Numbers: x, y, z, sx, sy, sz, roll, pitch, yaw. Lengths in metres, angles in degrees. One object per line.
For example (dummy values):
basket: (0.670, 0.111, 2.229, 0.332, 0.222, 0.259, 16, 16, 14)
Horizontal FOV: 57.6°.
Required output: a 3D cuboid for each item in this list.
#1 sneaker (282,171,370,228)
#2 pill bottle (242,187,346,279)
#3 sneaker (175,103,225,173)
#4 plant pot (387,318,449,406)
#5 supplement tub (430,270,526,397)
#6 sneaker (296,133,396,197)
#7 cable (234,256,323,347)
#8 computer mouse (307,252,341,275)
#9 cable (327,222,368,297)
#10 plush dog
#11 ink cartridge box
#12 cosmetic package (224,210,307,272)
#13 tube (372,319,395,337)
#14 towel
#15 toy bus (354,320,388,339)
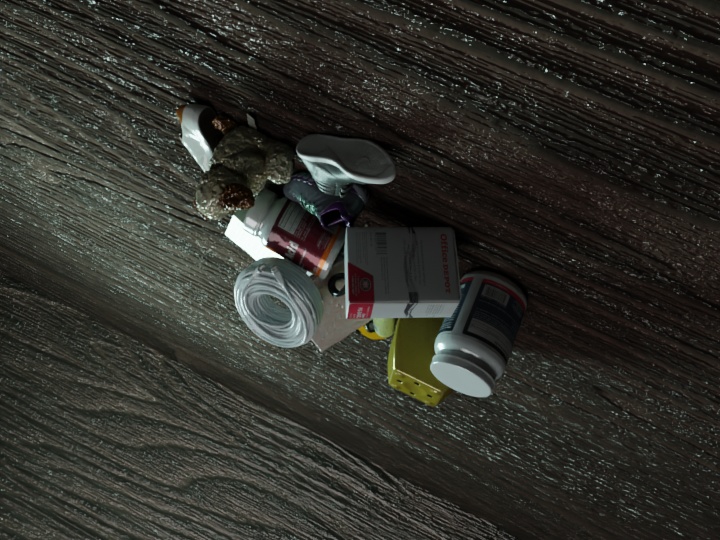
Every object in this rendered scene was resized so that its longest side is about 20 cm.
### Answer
sneaker: (-0.080, -0.127, 1.223, 0.196, 0.089, 0.075, 9, 150, 35)
pill bottle: (-0.133, -0.078, 1.339, 0.197, 0.116, 0.114, 29, 155, -1)
sneaker: (-0.298, -0.238, 1.271, 0.083, 0.073, 0.203, 19, 143, 27)
plant pot: (0.153, 0.168, 1.406, 0.192, 0.203, 0.195, 23, 155, 7)
supplement tub: (0.222, 0.117, 1.235, 0.138, 0.203, 0.141, 22, 156, 11)
sneaker: (-0.012, -0.166, 1.108, 0.197, 0.072, 0.100, 20, 157, 31)
cable: (-0.172, 0.068, 1.365, 0.198, 0.070, 0.201, -24, 113, 41)
computer mouse: (-0.094, -0.004, 1.522, 0.109, 0.045, 0.198, 39, 153, -23)
cable: (0.000, 0.000, 1.341, 0.098, 0.050, 0.201, 51, 140, 17)
plush dog: (-0.236, -0.171, 1.196, 0.160, 0.175, 0.198, 39, 153, -27)
ink cartridge box: (0.071, 0.004, 1.165, 0.194, 0.149, 0.084, 0, 155, -5)
cosmetic package: (-0.195, -0.059, 1.446, 0.199, 0.073, 0.103, 42, 149, -4)
tube: (0.049, 0.087, 1.417, 0.056, 0.053, 0.201, -7, 154, 4)
towel: (-0.053, 0.070, 1.465, 0.192, 0.197, 0.032, 54, -174, -36)
toy bus: (-0.006, 0.092, 1.572, 0.199, 0.079, 0.064, 41, 153, -26)
